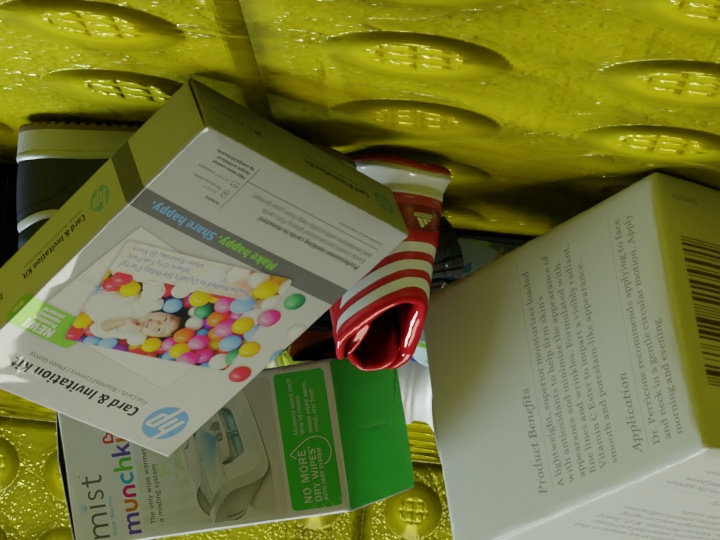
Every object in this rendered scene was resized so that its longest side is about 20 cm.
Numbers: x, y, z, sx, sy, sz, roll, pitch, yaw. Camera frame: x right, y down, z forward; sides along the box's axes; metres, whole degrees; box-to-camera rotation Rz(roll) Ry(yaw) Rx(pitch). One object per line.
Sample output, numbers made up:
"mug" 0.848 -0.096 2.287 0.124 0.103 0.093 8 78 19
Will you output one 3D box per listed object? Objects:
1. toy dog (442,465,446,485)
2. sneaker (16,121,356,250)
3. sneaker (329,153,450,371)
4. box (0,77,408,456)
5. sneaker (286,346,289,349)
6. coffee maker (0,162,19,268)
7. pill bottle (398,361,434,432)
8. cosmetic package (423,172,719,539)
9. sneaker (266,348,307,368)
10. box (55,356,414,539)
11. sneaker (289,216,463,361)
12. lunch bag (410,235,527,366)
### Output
"toy dog" 0.149 0.132 1.603 0.199 0.097 0.132 0 -169 -29
"sneaker" -0.101 -0.023 1.238 0.199 0.109 0.070 4 171 17
"sneaker" -0.020 0.000 1.302 0.078 0.116 0.200 10 170 -23
"box" -0.097 0.004 1.187 0.200 0.041 0.156 -41 136 22
"sneaker" -0.081 0.030 1.377 0.081 0.088 0.200 32 -167 -5
"coffee maker" -0.218 -0.003 1.367 0.199 0.136 0.192 8 170 -12
"pill bottle" 0.115 0.081 1.719 0.199 0.117 0.116 5 171 3
"cosmetic package" 0.165 0.070 1.289 0.164 0.166 0.200 13 150 -39
"sneaker" -0.064 0.038 1.701 0.200 0.105 0.076 43 135 -14
"box" -0.073 0.113 1.405 0.175 0.097 0.200 -9 177 13
"sneaker" 0.000 0.000 1.425 0.075 0.079 0.200 -2 164 -29
"lunch bag" 0.102 0.031 1.536 0.160 0.083 0.200 9 170 3
